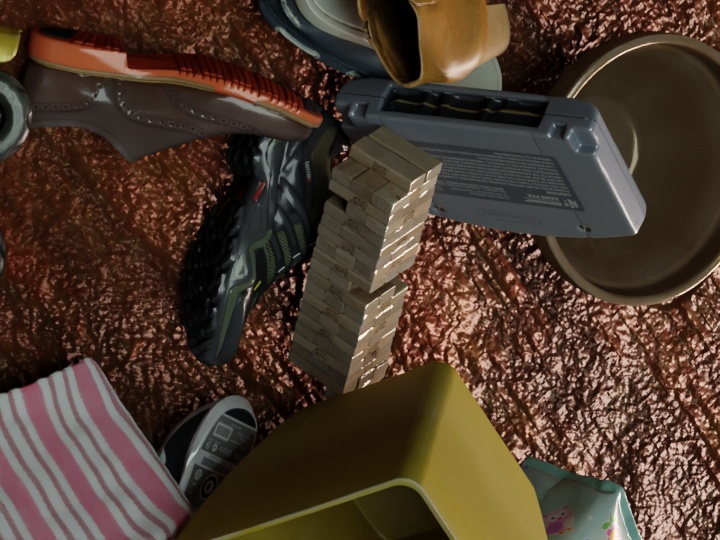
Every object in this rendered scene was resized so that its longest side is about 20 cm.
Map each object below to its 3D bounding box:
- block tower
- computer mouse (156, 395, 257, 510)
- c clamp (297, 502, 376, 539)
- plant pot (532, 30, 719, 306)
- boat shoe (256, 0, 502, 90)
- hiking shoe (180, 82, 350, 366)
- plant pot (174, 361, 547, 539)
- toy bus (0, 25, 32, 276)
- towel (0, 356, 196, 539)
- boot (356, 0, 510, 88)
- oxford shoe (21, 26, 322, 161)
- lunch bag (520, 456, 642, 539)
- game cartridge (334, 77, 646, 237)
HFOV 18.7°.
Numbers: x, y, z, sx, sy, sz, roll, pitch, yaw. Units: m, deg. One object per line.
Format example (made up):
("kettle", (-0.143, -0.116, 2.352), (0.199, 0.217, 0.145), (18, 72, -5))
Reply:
("block tower", (0.000, 0.000, 1.515), (0.054, 0.058, 0.201), (-33, 147, -42))
("computer mouse", (-0.135, 0.175, 1.537), (0.110, 0.044, 0.201), (37, 77, -57))
("c clamp", (0.019, 0.258, 1.643), (0.171, 0.027, 0.201), (-23, 110, -42))
("plant pot", (0.193, -0.081, 1.631), (0.200, 0.093, 0.202), (-7, 105, -28))
("boat shoe", (0.015, -0.156, 1.526), (0.199, 0.062, 0.075), (19, 68, -39))
("hiking shoe", (-0.055, -0.023, 1.519), (0.100, 0.076, 0.201), (18, 93, -28))
("plant pot", (0.019, 0.180, 1.488), (0.200, 0.199, 0.177), (55, 31, -25))
("toy bus", (-0.309, -0.069, 1.351), (0.191, 0.136, 0.201), (12, 95, -14))
("towel", (-0.193, 0.138, 1.415), (0.147, 0.030, 0.200), (55, 33, 8))
("boot", (0.036, -0.224, 1.465), (0.144, 0.071, 0.202), (-18, 91, -60))
("oxford shoe", (-0.126, -0.106, 1.450), (0.199, 0.071, 0.073), (12, 104, -7))
("lunch bag", (0.148, 0.275, 1.675), (0.170, 0.122, 0.201), (-45, 128, -29))
("game cartridge", (0.092, -0.074, 1.498), (0.041, 0.199, 0.134), (-63, 145, -26))
